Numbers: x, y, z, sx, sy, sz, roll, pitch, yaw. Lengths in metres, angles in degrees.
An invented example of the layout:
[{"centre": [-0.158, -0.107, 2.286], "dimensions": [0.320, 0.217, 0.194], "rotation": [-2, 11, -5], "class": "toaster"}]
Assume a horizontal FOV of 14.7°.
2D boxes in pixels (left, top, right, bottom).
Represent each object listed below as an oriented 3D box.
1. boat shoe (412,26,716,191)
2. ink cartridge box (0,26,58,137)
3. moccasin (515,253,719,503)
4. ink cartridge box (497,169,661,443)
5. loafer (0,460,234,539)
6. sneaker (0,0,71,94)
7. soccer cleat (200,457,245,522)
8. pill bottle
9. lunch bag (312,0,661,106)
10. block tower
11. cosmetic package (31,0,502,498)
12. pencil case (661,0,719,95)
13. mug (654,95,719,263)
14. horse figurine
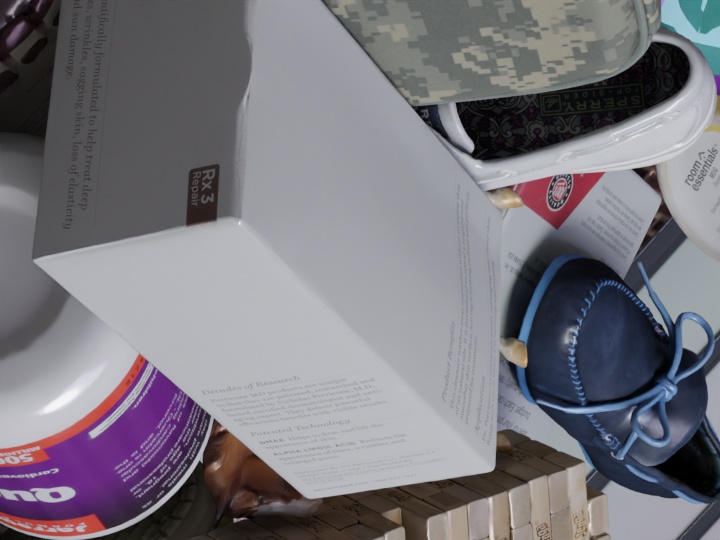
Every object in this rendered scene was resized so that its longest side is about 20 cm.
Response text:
[{"centre": [0.034, -0.056, 1.048], "dimensions": [0.199, 0.072, 0.069], "rotation": [-3, 169, 6], "class": "boat shoe"}, {"centre": [-0.078, -0.086, 1.062], "dimensions": [0.161, 0.050, 0.200], "rotation": [-45, 156, 7], "class": "ink cartridge box"}, {"centre": [0.127, 0.048, 1.236], "dimensions": [0.081, 0.068, 0.200], "rotation": [-62, 153, -7], "class": "moccasin"}, {"centre": [0.036, 0.024, 1.221], "dimensions": [0.201, 0.083, 0.146], "rotation": [-64, 153, -3], "class": "ink cartridge box"}, {"centre": [-0.096, 0.122, 1.190], "dimensions": [0.076, 0.068, 0.200], "rotation": [-50, -165, -19], "class": "loafer"}, {"centre": [-0.180, -0.083, 0.914], "dimensions": [0.200, 0.076, 0.115], "rotation": [-46, 147, 10], "class": "sneaker"}, {"centre": [-0.079, 0.062, 1.233], "dimensions": [0.086, 0.070, 0.200], "rotation": [-27, 141, -15], "class": "soccer cleat"}, {"centre": [-0.116, 0.033, 1.032], "dimensions": [0.112, 0.113, 0.200], "rotation": [-37, 160, -7], "class": "pill bottle"}, {"centre": [0.026, -0.172, 0.949], "dimensions": [0.139, 0.168, 0.200], "rotation": [-4, 150, 13], "class": "lunch bag"}, {"centre": [0.005, 0.118, 1.112], "dimensions": [0.199, 0.058, 0.054], "rotation": [-17, 111, -32], "class": "block tower"}, {"centre": [-0.025, -0.012, 0.955], "dimensions": [0.081, 0.113, 0.200], "rotation": [-11, 146, 25], "class": "cosmetic package"}, {"centre": [0.121, -0.120, 1.112], "dimensions": [0.199, 0.092, 0.086], "rotation": [14, 83, -19], "class": "pencil case"}, {"centre": [0.207, -0.087, 1.271], "dimensions": [0.153, 0.149, 0.187], "rotation": [-36, 116, -33], "class": "mug"}, {"centre": [0.000, 0.000, 1.112], "dimensions": [0.132, 0.201, 0.050], "rotation": [0, -178, -13], "class": "horse figurine"}]
